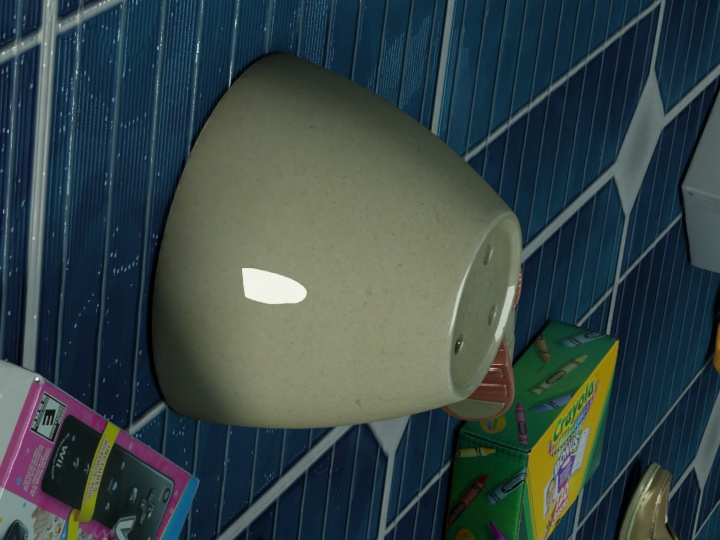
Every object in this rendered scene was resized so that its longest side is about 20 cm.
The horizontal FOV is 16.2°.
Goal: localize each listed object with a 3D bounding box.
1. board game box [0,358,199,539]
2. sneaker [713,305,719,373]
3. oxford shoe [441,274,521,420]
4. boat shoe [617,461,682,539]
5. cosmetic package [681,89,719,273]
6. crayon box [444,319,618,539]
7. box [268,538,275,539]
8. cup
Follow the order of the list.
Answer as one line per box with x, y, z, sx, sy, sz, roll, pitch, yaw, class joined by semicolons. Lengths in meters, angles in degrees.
-0.153;0.129;1.121;0.200;0.064;0.148;49;59;-69;board game box
0.399;0.023;2.545;0.077;0.078;0.200;-35;137;-47;sneaker
0.070;0.009;1.659;0.200;0.071;0.074;90;4;-45;oxford shoe
0.282;0.279;2.429;0.074;0.066;0.200;-41;142;-58;boat shoe
0.356;-0.116;2.350;0.151;0.052;0.200;73;38;-62;cosmetic package
0.129;0.134;1.907;0.200;0.058;0.119;-44;145;-55;crayon box
-0.036;0.288;1.473;0.149;0.124;0.200;-45;146;-54;box
0.000;0.000;1.318;0.200;0.143;0.200;16;90;-70;cup
